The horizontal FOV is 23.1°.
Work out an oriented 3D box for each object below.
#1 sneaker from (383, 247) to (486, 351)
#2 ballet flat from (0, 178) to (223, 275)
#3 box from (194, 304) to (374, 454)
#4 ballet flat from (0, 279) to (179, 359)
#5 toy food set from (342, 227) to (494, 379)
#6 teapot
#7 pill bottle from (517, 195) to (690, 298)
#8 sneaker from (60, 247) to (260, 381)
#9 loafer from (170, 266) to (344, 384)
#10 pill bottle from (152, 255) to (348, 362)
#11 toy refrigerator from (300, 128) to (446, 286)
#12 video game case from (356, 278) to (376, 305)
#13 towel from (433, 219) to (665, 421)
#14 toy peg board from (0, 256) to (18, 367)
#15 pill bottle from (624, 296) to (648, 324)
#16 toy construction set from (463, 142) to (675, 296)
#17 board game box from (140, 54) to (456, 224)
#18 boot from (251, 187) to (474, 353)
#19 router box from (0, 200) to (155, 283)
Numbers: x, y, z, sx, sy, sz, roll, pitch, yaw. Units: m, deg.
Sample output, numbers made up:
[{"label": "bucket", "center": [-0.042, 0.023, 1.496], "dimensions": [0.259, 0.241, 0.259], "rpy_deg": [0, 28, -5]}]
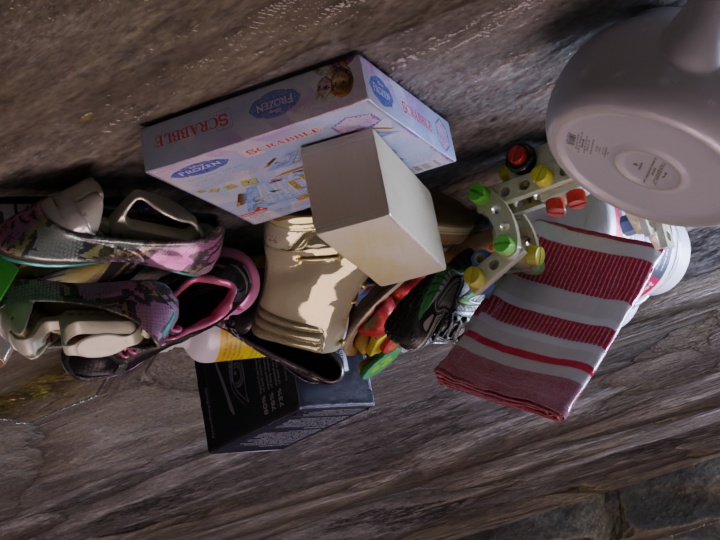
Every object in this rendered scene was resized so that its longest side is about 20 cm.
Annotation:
[{"label": "sneaker", "center": [0.091, 0.038, 1.669], "dimensions": [0.078, 0.085, 0.200], "rpy_deg": [-48, 171, 28]}, {"label": "ballet flat", "center": [-0.210, -0.039, 1.501], "dimensions": [0.199, 0.069, 0.071], "rpy_deg": [6, 126, -25]}, {"label": "box", "center": [-0.091, 0.110, 1.975], "dimensions": [0.104, 0.149, 0.200], "rpy_deg": [1, 161, -36]}, {"label": "ballet flat", "center": [-0.256, 0.046, 1.533], "dimensions": [0.199, 0.071, 0.069], "rpy_deg": [-1, 130, 15]}, {"label": "toy food set", "center": [0.063, 0.029, 1.846], "dimensions": [0.200, 0.049, 0.198], "rpy_deg": [-35, 165, -21]}, {"label": "teapot", "center": [0.248, -0.135, 1.382], "dimensions": [0.200, 0.146, 0.197], "rpy_deg": [-4, 144, 49]}, {"label": "pill bottle", "center": [0.246, -0.029, 1.764], "dimensions": [0.119, 0.120, 0.200], "rpy_deg": [-22, 161, 34]}, {"label": "sneaker", "center": [-0.186, 0.045, 1.593], "dimensions": [0.200, 0.079, 0.095], "rpy_deg": [-28, -168, 6]}, {"label": "loafer", "center": [-0.093, 0.045, 1.707], "dimensions": [0.200, 0.072, 0.063], "rpy_deg": [36, 177, -20]}, {"label": "pill bottle", "center": [-0.119, 0.038, 1.786], "dimensions": [0.199, 0.105, 0.104], "rpy_deg": [-5, 163, -19]}, {"label": "toy refrigerator", "center": [0.011, -0.048, 1.480], "dimensions": [0.070, 0.076, 0.200], "rpy_deg": [-14, 165, 12]}, {"label": "video game case", "center": [0.037, 0.037, 2.037], "dimensions": [0.142, 0.018, 0.200], "rpy_deg": [-4, 163, -22]}, {"label": "towel", "center": [0.172, 0.039, 1.603], "dimensions": [0.144, 0.200, 0.023], "rpy_deg": [14, 149, 38]}, {"label": "toy peg board", "center": [-0.407, 0.009, 1.489], "dimensions": [0.200, 0.098, 0.199], "rpy_deg": [-23, 124, 41]}, {"label": "pill bottle", "center": [0.241, 0.026, 1.957], "dimensions": [0.115, 0.116, 0.200], "rpy_deg": [-4, 162, -22]}, {"label": "toy construction set", "center": [0.184, -0.056, 1.597], "dimensions": [0.199, 0.132, 0.092], "rpy_deg": [-12, 153, 15]}, {"label": "board game box", "center": [-0.048, -0.103, 1.465], "dimensions": [0.199, 0.041, 0.199], "rpy_deg": [-17, 163, 19]}, {"label": "boot", "center": [0.000, 0.000, 1.653], "dimensions": [0.199, 0.073, 0.156], "rpy_deg": [-1, 122, -18]}, {"label": "router box", "center": [-0.292, -0.006, 1.619], "dimensions": [0.157, 0.052, 0.200], "rpy_deg": [-2, 162, -29]}]
